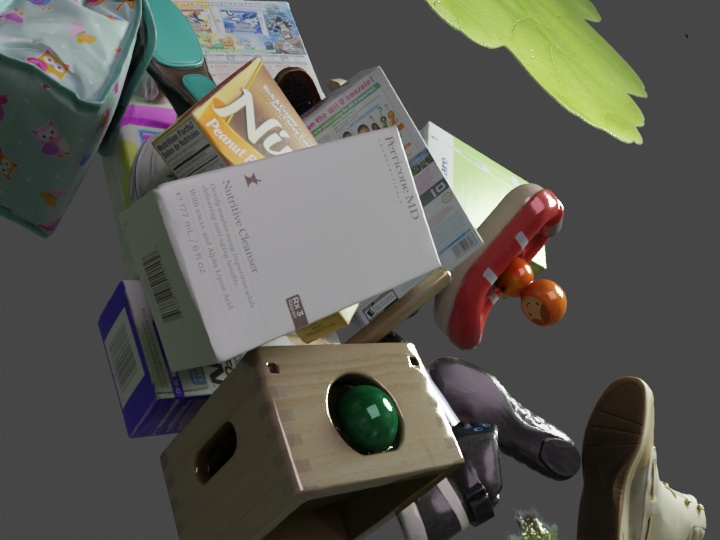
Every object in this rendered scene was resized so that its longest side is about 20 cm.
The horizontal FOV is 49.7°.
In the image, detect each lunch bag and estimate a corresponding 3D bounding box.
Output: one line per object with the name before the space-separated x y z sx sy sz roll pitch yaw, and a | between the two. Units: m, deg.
lunch bag | -0.257 -0.161 0.661 0.120 0.171 0.203 26 41 -19

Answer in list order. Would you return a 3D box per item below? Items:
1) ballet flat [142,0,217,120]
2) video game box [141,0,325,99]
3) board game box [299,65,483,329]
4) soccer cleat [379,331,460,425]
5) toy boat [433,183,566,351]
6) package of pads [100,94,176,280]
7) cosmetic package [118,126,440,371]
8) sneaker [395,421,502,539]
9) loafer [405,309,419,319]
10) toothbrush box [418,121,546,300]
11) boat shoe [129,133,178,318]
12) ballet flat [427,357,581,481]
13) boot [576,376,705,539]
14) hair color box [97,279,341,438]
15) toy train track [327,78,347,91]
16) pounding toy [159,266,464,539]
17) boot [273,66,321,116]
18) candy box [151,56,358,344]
ballet flat | -0.169 -0.171 0.729 0.067 0.069 0.202 -8 57 -44
video game box | -0.157 -0.241 0.897 0.195 0.047 0.185 -5 57 -22
board game box | 0.005 -0.066 0.748 0.202 0.146 0.064 57 -10 -17
soccer cleat | 0.065 0.151 0.759 0.202 0.068 0.073 58 14 27
toy boat | 0.176 0.013 0.882 0.130 0.201 0.131 41 -2 18
package of pads | -0.161 -0.072 0.753 0.152 0.068 0.203 6 50 -38
cosmetic package | -0.049 -0.019 0.534 0.197 0.080 0.115 -24 95 -36
sneaker | 0.062 0.140 0.691 0.109 0.074 0.202 -17 50 -6
loafer | 0.000 0.000 0.829 0.197 0.072 0.074 6 50 -39
toothbrush box | 0.142 -0.077 1.023 0.197 0.086 0.148 27 46 -22
boat shoe | -0.143 -0.045 0.629 0.069 0.070 0.203 9 50 -30
ballet flat | 0.150 0.164 0.840 0.198 0.057 0.067 37 71 -3
boot | 0.312 0.229 0.843 0.152 0.071 0.205 19 77 -31
hair color box | -0.109 0.070 0.662 0.197 0.065 0.111 4 50 -44
toy train track | 0.028 -0.202 1.098 0.201 0.033 0.114 51 36 9
pounding toy | -0.024 0.110 0.580 0.181 0.200 0.144 3 52 -42
boot | -0.084 -0.143 0.816 0.073 0.202 0.098 -19 52 -19
candy box | -0.065 -0.057 0.633 0.201 0.055 0.116 54 35 -17
